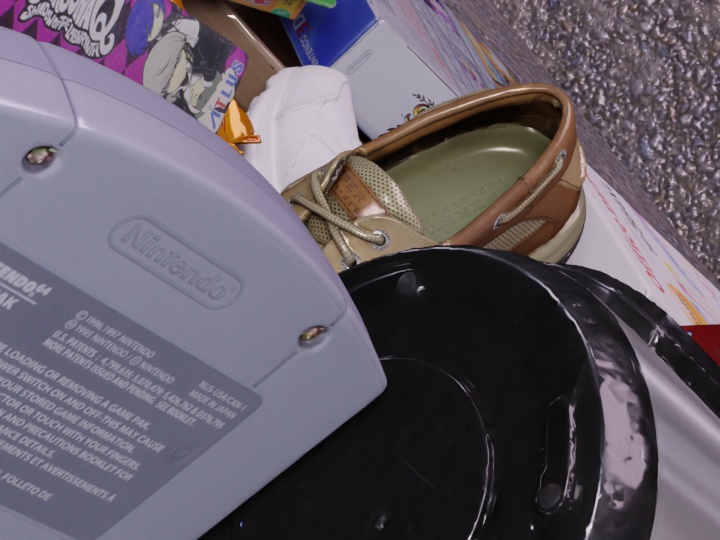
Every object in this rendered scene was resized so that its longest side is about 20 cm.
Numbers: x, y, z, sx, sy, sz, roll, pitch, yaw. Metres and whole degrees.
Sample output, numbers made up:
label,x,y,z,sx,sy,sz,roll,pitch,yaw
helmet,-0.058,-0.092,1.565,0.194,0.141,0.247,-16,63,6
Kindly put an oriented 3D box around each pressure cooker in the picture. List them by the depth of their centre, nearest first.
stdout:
label,x,y,z,sx,sy,sz,roll,pitch,yaw
pressure cooker,0.052,0.106,0.761,0.200,0.178,0.177,39,34,-42

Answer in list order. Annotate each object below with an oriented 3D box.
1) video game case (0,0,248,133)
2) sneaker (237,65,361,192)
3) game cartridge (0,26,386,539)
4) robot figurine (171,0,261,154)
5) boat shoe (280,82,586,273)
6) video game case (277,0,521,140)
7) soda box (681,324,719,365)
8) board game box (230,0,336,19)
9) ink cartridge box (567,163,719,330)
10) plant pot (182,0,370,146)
label,x,y,z,sx,sy,sz,roll,pitch,yaw
video game case,-0.148,-0.101,0.663,0.199,0.036,0.181,26,0,24
sneaker,0.000,0.000,0.974,0.078,0.099,0.201,86,3,-49
game cartridge,-0.083,0.014,0.638,0.200,0.133,0.041,36,24,-51
robot figurine,-0.120,-0.116,0.959,0.201,0.058,0.145,62,-25,-9
boat shoe,-0.004,-0.009,0.883,0.076,0.199,0.074,45,-29,26
video game case,0.028,-0.086,1.165,0.181,0.045,0.200,41,14,-31
soda box,0.119,0.120,0.924,0.063,0.201,0.070,-3,-36,49
board game box,-0.093,-0.170,1.048,0.095,0.030,0.200,11,31,-48
ink cartridge box,0.089,0.047,1.058,0.200,0.125,0.129,40,14,-40
plant pot,-0.071,-0.089,1.145,0.201,0.093,0.201,47,12,-13
